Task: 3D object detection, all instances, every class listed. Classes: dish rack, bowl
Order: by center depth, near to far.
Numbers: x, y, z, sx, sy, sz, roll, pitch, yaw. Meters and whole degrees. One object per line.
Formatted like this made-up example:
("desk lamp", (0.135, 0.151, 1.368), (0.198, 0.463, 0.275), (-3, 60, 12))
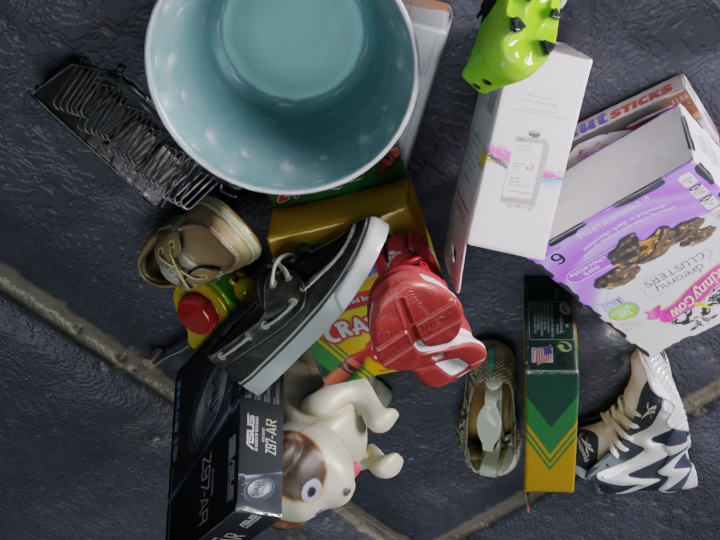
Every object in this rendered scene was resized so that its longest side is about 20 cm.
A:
("bowl", (-0.055, -0.169, 1.027), (0.200, 0.105, 0.201), (1, 117, 2))
("dish rack", (-0.182, -0.108, 1.116), (0.153, 0.200, 0.055), (43, 81, -26))

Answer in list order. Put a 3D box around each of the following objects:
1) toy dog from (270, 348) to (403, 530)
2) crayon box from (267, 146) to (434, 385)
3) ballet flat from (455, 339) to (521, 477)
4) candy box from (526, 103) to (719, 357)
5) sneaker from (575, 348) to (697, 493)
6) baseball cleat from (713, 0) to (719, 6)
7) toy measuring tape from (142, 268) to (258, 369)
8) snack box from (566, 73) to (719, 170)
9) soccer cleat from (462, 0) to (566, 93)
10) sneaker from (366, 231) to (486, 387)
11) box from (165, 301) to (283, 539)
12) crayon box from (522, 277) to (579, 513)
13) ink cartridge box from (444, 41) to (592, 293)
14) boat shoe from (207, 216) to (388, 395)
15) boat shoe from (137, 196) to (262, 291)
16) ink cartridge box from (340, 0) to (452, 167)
("toy dog", (-0.051, 0.146, 1.299), (0.193, 0.200, 0.140), (8, 131, -2))
("crayon box", (0.000, 0.000, 1.183), (0.127, 0.051, 0.200), (-13, 122, 12))
("ballet flat", (0.130, 0.160, 1.375), (0.068, 0.075, 0.200), (-1, 131, 5))
("candy box", (0.263, -0.027, 1.181), (0.168, 0.072, 0.200), (-31, 131, 29))
("sneaker", (0.258, 0.159, 1.358), (0.129, 0.080, 0.199), (-16, 138, 8))
("baseball cleat", (0.292, -0.236, 1.011), (0.200, 0.070, 0.106), (35, 116, -29))
("toy measuring tape", (-0.165, 0.038, 1.312), (0.074, 0.074, 0.200), (37, 140, -24))
("snack box", (0.204, -0.097, 1.178), (0.200, 0.024, 0.072), (-25, 127, 24))
("soccer cleat", (0.127, -0.215, 0.990), (0.067, 0.200, 0.081), (36, 152, -18))
("sneaker", (0.030, 0.015, 1.062), (0.078, 0.116, 0.200), (-29, 154, 1))
("box", (-0.123, 0.153, 1.231), (0.043, 0.200, 0.160), (16, 145, -25))
("crayon box", (0.180, 0.121, 1.304), (0.051, 0.127, 0.200), (0, 132, 6))
("ink cartridge box", (0.121, -0.084, 1.089), (0.067, 0.117, 0.200), (11, 105, -4))
("boat shoe", (-0.054, 0.023, 1.118), (0.064, 0.071, 0.200), (35, 117, -13))
("boat shoe", (-0.145, -0.014, 1.189), (0.074, 0.066, 0.200), (48, 160, -10))
("ink cartridge box", (-0.040, -0.168, 1.133), (0.200, 0.050, 0.162), (16, 131, -1))
